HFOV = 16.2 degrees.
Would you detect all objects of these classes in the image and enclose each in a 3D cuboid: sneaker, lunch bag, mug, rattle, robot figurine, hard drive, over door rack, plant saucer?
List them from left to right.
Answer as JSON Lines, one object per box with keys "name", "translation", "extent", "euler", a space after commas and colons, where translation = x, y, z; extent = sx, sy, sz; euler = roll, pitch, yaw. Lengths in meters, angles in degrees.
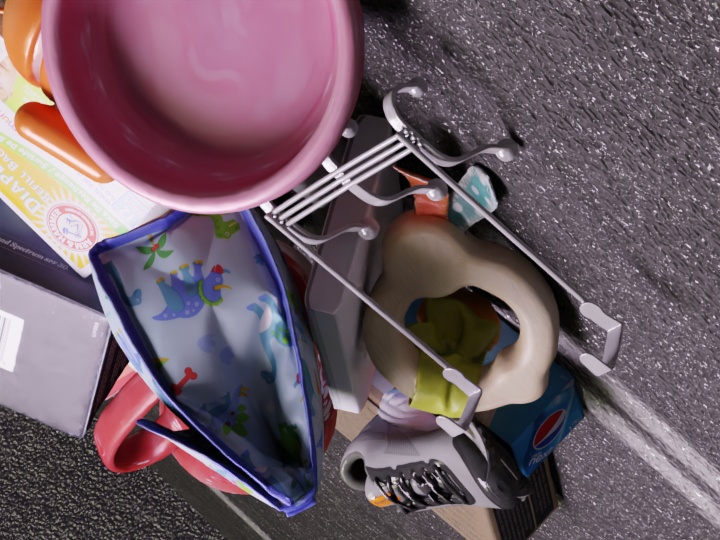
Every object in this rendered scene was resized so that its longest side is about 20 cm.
{"name": "robot figurine", "translation": [-0.138, -0.134, 1.551], "extent": [0.200, 0.144, 0.117], "euler": [36, -153, 14]}
{"name": "plant saucer", "translation": [-0.085, -0.135, 1.437], "extent": [0.200, 0.201, 0.051], "euler": [42, -155, 9]}
{"name": "lunch bag", "translation": [-0.081, 0.062, 1.585], "extent": [0.201, 0.127, 0.170], "euler": [61, 178, 4]}
{"name": "mug", "translation": [-0.090, 0.079, 1.774], "extent": [0.133, 0.178, 0.200], "euler": [32, 159, 11]}
{"name": "hard drive", "translation": [0.000, 0.000, 1.634], "extent": [0.026, 0.132, 0.200], "euler": [12, 161, 9]}
{"name": "sneaker", "translation": [0.050, 0.137, 1.707], "extent": [0.074, 0.079, 0.200], "euler": [51, 164, -19]}
{"name": "over door rack", "translation": [0.048, -0.011, 1.468], "extent": [0.200, 0.067, 0.148], "euler": [50, 140, -10]}
{"name": "rattle", "translation": [0.064, -0.018, 1.608], "extent": [0.130, 0.143, 0.201], "euler": [-2, 125, 27]}

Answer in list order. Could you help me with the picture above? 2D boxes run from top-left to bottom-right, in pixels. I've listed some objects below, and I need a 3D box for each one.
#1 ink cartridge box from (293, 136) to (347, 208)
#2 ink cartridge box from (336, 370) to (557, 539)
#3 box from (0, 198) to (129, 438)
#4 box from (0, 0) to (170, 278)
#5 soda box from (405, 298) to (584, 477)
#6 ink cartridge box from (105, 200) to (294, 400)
{"name": "ink cartridge box", "translation": [-0.102, -0.147, 1.686], "extent": [0.200, 0.044, 0.174], "euler": [36, 165, 35]}
{"name": "ink cartridge box", "translation": [0.052, 0.116, 1.945], "extent": [0.200, 0.075, 0.165], "euler": [39, 164, 24]}
{"name": "box", "translation": [-0.238, -0.018, 1.788], "extent": [0.199, 0.199, 0.124], "euler": [23, 128, 4]}
{"name": "box", "translation": [-0.201, -0.112, 1.670], "extent": [0.200, 0.101, 0.112], "euler": [44, 131, -11]}
{"name": "soda box", "translation": [0.058, 0.054, 1.753], "extent": [0.200, 0.068, 0.064], "euler": [38, 165, 28]}
{"name": "ink cartridge box", "translation": [-0.168, -0.016, 1.951], "extent": [0.147, 0.200, 0.083], "euler": [48, -149, -13]}
